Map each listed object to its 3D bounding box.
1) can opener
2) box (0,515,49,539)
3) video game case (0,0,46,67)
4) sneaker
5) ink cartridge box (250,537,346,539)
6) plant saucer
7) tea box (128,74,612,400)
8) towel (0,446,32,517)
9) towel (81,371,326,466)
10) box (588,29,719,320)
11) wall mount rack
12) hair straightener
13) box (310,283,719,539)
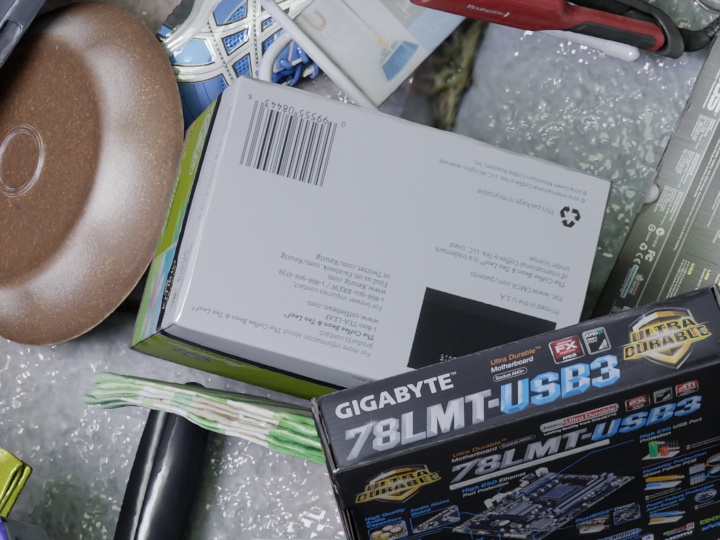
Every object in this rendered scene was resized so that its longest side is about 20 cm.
[{"bbox_3d":[-0.117,0.159,1.626,0.063,0.079,0.200,-13,66,53],"label":"can opener"},{"bbox_3d":[-0.230,0.239,1.441,0.200,0.105,0.184,-20,79,4],"label":"box"},{"bbox_3d":[-0.236,-0.109,1.680,0.019,0.143,0.200,34,89,-18],"label":"video game case"},{"bbox_3d":[-0.058,-0.130,1.656,0.077,0.076,0.200,34,90,25],"label":"sneaker"},{"bbox_3d":[-0.014,0.244,1.514,0.084,0.144,0.200,-23,70,44],"label":"ink cartridge box"},{"bbox_3d":[-0.182,-0.059,1.654,0.200,0.037,0.201,-13,70,41],"label":"plant saucer"},{"bbox_3d":[0.000,0.000,1.513,0.200,0.197,0.134,16,81,-10],"label":"tea box"},{"bbox_3d":[-0.254,0.169,1.522,0.086,0.018,0.200,29,86,19],"label":"towel"},{"bbox_3d":[-0.026,0.085,1.530,0.200,0.152,0.023,10,89,37],"label":"towel"},{"bbox_3d":[0.226,-0.009,1.562,0.158,0.048,0.200,22,84,18],"label":"box"},{"bbox_3d":[0.045,-0.130,1.590,0.174,0.075,0.200,45,56,-2],"label":"wall mount rack"},{"bbox_3d":[0.116,-0.164,1.576,0.200,0.041,0.077,8,62,-22],"label":"hair straightener"},{"bbox_3d":[0.087,0.100,1.413,0.200,0.199,0.050,-17,56,-2],"label":"box"}]
